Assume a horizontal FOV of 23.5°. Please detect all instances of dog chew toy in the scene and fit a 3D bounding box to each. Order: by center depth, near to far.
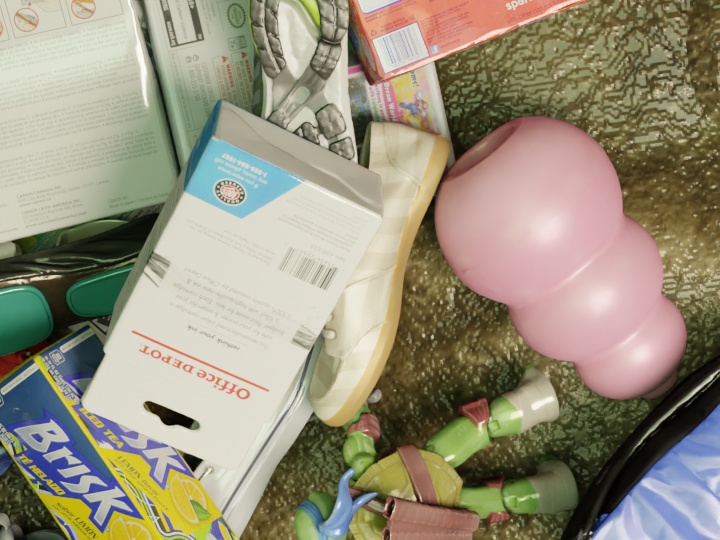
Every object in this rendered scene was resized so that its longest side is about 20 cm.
[{"bbox_3d":[0.138,0.000,1.119,0.124,0.125,0.200,-37,100,10],"label":"dog chew toy"}]

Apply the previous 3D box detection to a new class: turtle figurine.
[{"bbox_3d":[0.035,0.138,1.170,0.193,0.200,0.145,-16,67,-14],"label":"turtle figurine"}]

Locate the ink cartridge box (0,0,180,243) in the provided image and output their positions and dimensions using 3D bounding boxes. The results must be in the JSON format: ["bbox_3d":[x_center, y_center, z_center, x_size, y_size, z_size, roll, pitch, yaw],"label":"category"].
[{"bbox_3d":[-0.213,-0.124,1.101,0.160,0.050,0.201,-13,107,-2],"label":"ink cartridge box"}]

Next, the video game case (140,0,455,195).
[{"bbox_3d":[-0.040,-0.130,1.135,0.181,0.024,0.202,-15,96,-13],"label":"video game case"}]

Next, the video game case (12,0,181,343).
[{"bbox_3d":[-0.169,-0.067,1.161,0.200,0.022,0.182,-44,109,9],"label":"video game case"}]

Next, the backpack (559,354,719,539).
[{"bbox_3d":[0.241,0.149,1.102,0.168,0.163,0.200,40,87,2],"label":"backpack"}]

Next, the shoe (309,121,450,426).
[{"bbox_3d":[0.000,0.000,1.114,0.053,0.070,0.201,20,87,-17],"label":"shoe"}]

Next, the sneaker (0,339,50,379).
[{"bbox_3d":[-0.202,0.085,1.177,0.085,0.077,0.200,-29,105,43],"label":"sneaker"}]

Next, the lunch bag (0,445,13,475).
[{"bbox_3d":[-0.367,0.143,1.192,0.170,0.127,0.200,48,130,1],"label":"lunch bag"}]

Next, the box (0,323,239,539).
[{"bbox_3d":[-0.153,0.139,1.100,0.064,0.070,0.201,-35,91,29],"label":"box"}]

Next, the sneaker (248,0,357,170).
[{"bbox_3d":[-0.036,-0.110,1.088,0.073,0.081,0.201,4,112,-3],"label":"sneaker"}]

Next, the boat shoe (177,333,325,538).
[{"bbox_3d":[-0.078,0.093,1.155,0.066,0.073,0.201,26,84,-24],"label":"boat shoe"}]

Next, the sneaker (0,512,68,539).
[{"bbox_3d":[-0.201,0.255,1.211,0.199,0.075,0.116,27,103,6],"label":"sneaker"}]

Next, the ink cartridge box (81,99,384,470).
[{"bbox_3d":[-0.081,0.012,1.063,0.115,0.067,0.201,25,113,-14],"label":"ink cartridge box"}]

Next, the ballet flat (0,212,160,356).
[{"bbox_3d":[-0.204,0.008,1.136,0.199,0.069,0.068,-14,136,-11],"label":"ballet flat"}]

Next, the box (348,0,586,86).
[{"bbox_3d":[0.082,-0.200,1.087,0.199,0.095,0.103,-23,95,-3],"label":"box"}]
